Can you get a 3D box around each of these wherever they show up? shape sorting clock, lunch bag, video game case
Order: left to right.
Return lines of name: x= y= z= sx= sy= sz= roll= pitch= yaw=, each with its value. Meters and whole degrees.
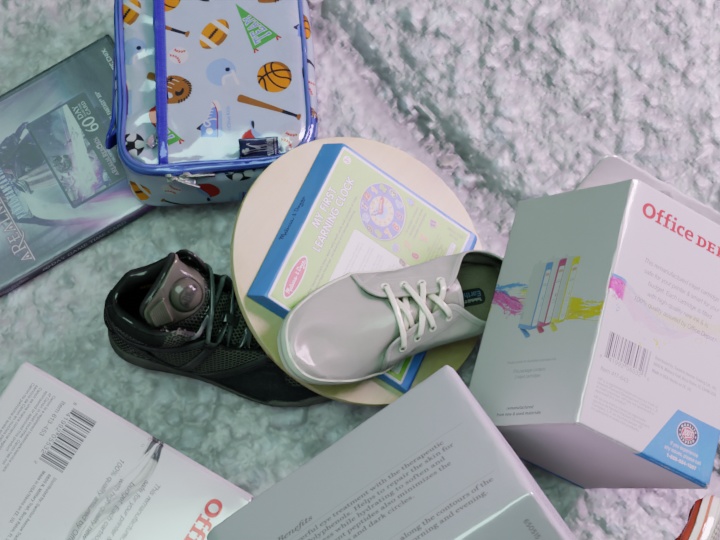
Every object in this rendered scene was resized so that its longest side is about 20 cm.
video game case: x=-0.245 y=-0.075 z=1.605 sx=0.200 sy=0.019 sz=0.143 roll=-30 pitch=71 yaw=-5
lunch bag: x=-0.113 y=-0.142 z=1.575 sx=0.160 sy=0.076 sz=0.200 roll=-3 pitch=64 yaw=-1
shape sorting clock: x=0.000 y=0.000 z=1.505 sx=0.200 sy=0.039 sz=0.200 roll=8 pitch=72 yaw=-26

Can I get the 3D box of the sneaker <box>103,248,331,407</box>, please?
sneaker: x=-0.090 y=0.043 z=1.498 sx=0.199 sy=0.114 sz=0.076 roll=13 pitch=73 yaw=6

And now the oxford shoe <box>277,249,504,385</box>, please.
oxford shoe: x=0.033 y=0.028 z=1.459 sx=0.200 sy=0.058 sz=0.075 roll=-14 pitch=85 yaw=-29

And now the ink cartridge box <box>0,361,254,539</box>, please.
ink cartridge box: x=-0.187 y=0.180 z=1.476 sx=0.200 sy=0.084 sz=0.145 roll=29 pitch=77 yaw=16

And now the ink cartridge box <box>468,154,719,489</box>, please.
ink cartridge box: x=0.175 y=0.035 z=1.440 sx=0.128 sy=0.125 sz=0.200 roll=27 pitch=69 yaw=-31

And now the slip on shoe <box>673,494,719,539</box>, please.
slip on shoe: x=0.181 y=0.231 z=1.427 sx=0.061 sy=0.074 sz=0.200 roll=36 pitch=83 yaw=19

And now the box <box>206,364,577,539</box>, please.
box: x=0.047 y=0.215 z=1.340 sx=0.199 sy=0.200 sz=0.171 roll=-35 pitch=31 yaw=1
